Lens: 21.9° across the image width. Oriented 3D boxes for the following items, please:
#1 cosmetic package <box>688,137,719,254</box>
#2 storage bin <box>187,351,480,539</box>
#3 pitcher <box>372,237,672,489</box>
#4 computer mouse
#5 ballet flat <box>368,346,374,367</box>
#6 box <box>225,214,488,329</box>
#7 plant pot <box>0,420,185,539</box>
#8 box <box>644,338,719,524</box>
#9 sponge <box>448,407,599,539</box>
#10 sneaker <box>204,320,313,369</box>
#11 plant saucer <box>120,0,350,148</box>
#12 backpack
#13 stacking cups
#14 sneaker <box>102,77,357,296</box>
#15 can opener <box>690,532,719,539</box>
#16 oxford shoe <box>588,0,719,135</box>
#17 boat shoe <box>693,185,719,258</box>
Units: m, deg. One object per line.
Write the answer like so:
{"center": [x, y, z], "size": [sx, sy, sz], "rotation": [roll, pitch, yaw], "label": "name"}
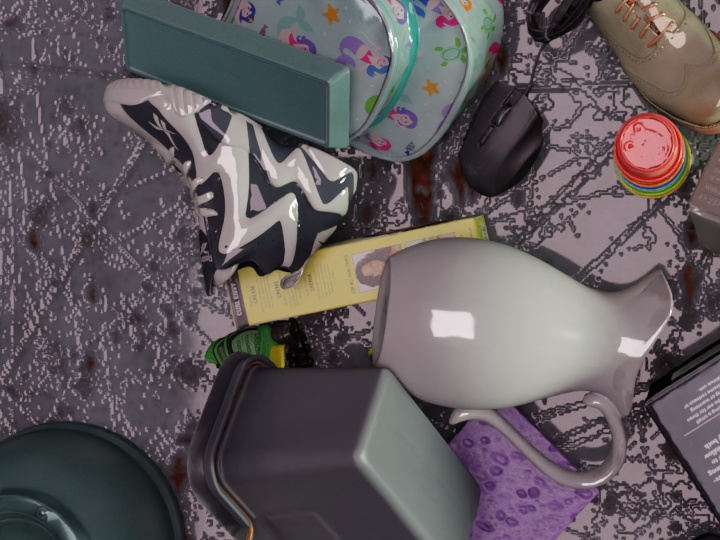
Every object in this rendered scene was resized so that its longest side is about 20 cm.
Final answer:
{"center": [0.324, -0.098, 1.331], "size": [0.106, 0.090, 0.201], "rotation": [20, 78, 24], "label": "cosmetic package"}
{"center": [-0.012, 0.158, 1.343], "size": [0.134, 0.200, 0.146], "rotation": [-8, 46, 34], "label": "storage bin"}
{"center": [0.108, 0.067, 1.340], "size": [0.198, 0.121, 0.173], "rotation": [8, 101, -6], "label": "pitcher"}
{"center": [0.121, -0.139, 1.387], "size": [0.059, 0.034, 0.201], "rotation": [42, 126, 31], "label": "computer mouse"}
{"center": [0.106, 0.046, 1.427], "size": [0.198, 0.067, 0.068], "rotation": [1, 70, 7], "label": "ballet flat"}
{"center": [0.000, 0.000, 1.433], "size": [0.198, 0.075, 0.051], "rotation": [-12, 91, 9], "label": "box"}
{"center": [-0.249, 0.225, 1.451], "size": [0.199, 0.134, 0.202], "rotation": [0, 92, 10], "label": "plant pot"}
{"center": [0.303, 0.146, 1.345], "size": [0.107, 0.148, 0.201], "rotation": [-33, 86, 9], "label": "box"}
{"center": [0.081, 0.203, 1.446], "size": [0.111, 0.030, 0.200], "rotation": [42, 98, 7], "label": "sponge"}
{"center": [-0.078, 0.143, 1.457], "size": [0.085, 0.078, 0.202], "rotation": [-6, 82, 17], "label": "sneaker"}
{"center": [-0.095, -0.145, 1.356], "size": [0.199, 0.019, 0.070], "rotation": [22, 133, 24], "label": "plant saucer"}
{"center": [0.000, -0.180, 1.385], "size": [0.199, 0.151, 0.178], "rotation": [31, 127, 2], "label": "backpack"}
{"center": [0.211, -0.083, 1.329], "size": [0.060, 0.200, 0.061], "rotation": [0, 91, 7], "label": "stacking cups"}
{"center": [-0.114, -0.053, 1.374], "size": [0.198, 0.079, 0.130], "rotation": [24, 85, -11], "label": "sneaker"}
{"center": [0.190, 0.255, 1.410], "size": [0.199, 0.063, 0.079], "rotation": [-29, 92, 9], "label": "can opener"}
{"center": [0.206, -0.174, 1.347], "size": [0.071, 0.074, 0.200], "rotation": [-44, 51, 10], "label": "oxford shoe"}
{"center": [0.327, -0.001, 1.373], "size": [0.200, 0.076, 0.072], "rotation": [42, 98, 7], "label": "boat shoe"}
